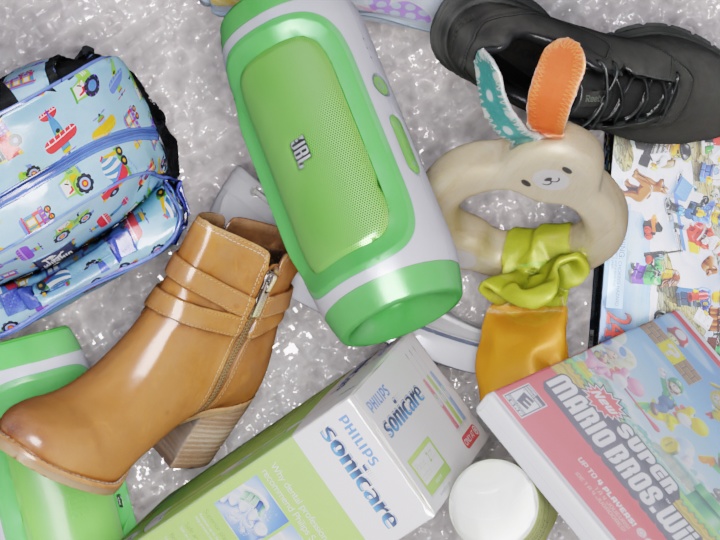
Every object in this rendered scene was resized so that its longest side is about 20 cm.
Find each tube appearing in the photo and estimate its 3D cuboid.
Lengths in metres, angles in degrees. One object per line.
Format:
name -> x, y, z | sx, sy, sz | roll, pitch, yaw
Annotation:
tube -> 0.092, 0.144, 1.447 | 0.058, 0.200, 0.052 | -18, 77, 7

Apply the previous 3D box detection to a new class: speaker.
speaker -> -0.012, -0.063, 1.409 | 0.088, 0.088, 0.201 | -21, 73, -4
speaker -> -0.184, 0.138, 1.482 | 0.088, 0.088, 0.201 | -14, 91, -4

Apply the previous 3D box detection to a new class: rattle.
rattle -> 0.087, -0.018, 1.400 | 0.130, 0.200, 0.143 | 26, 62, 4

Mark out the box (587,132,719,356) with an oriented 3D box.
box -> 0.216, -0.030, 1.532 | 0.136, 0.038, 0.201 | 4, 90, -3

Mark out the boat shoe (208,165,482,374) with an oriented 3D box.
boat shoe -> 0.000, 0.000, 1.500 | 0.199, 0.074, 0.066 | 26, 92, -5

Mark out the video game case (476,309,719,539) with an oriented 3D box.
video game case -> 0.170, 0.102, 1.412 | 0.143, 0.200, 0.017 | 50, 128, 17

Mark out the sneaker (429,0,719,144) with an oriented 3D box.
sneaker -> 0.140, -0.108, 1.450 | 0.199, 0.091, 0.076 | 10, 111, -15

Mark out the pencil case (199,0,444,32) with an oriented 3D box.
pencil case -> 0.001, -0.188, 1.497 | 0.199, 0.083, 0.091 | 8, 103, -4

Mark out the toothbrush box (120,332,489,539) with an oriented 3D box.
toothbrush box -> -0.040, 0.136, 1.429 | 0.200, 0.146, 0.086 | -36, 92, 20

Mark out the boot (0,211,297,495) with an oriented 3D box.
boot -> -0.113, 0.044, 1.405 | 0.077, 0.199, 0.156 | 39, 112, 33

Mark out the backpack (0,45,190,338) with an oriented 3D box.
backpack -> -0.190, -0.045, 1.424 | 0.182, 0.200, 0.135 | -28, 92, -4
